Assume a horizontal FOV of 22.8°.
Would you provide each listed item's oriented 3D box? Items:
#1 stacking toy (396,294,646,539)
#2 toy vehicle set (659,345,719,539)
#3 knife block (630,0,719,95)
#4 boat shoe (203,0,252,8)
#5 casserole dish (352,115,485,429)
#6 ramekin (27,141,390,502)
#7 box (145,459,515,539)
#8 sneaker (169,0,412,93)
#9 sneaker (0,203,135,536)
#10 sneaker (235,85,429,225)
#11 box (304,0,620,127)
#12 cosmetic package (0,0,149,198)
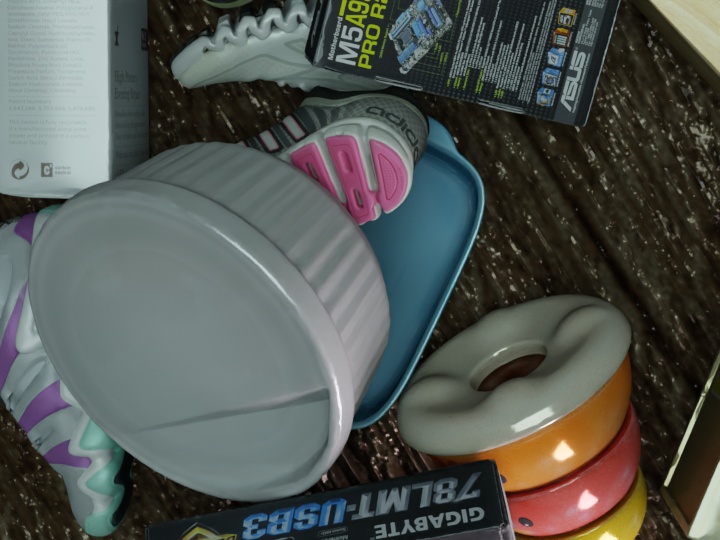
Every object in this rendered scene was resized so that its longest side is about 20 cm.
[{"bbox_3d":[0.124,0.127,1.051,0.146,0.146,0.200,-27,109,5],"label":"stacking toy"},{"bbox_3d":[0.230,0.055,1.027,0.026,0.124,0.200,22,96,0],"label":"toy vehicle set"},{"bbox_3d":[0.193,-0.157,1.039,0.175,0.064,0.200,1,96,3],"label":"knife block"},{"bbox_3d":[-0.102,-0.252,1.039,0.073,0.065,0.200,-14,93,12],"label":"boat shoe"},{"bbox_3d":[0.000,0.000,1.063,0.121,0.039,0.200,27,95,17],"label":"casserole dish"},{"bbox_3d":[-0.075,0.022,0.978,0.202,0.094,0.203,18,131,22],"label":"ramekin"},{"bbox_3d":[-0.003,0.193,1.026,0.200,0.199,0.050,-11,51,4],"label":"box"},{"bbox_3d":[-0.013,-0.129,1.050,0.200,0.075,0.081,-12,105,5],"label":"sneaker"},{"bbox_3d":[-0.214,0.066,1.077,0.140,0.078,0.200,-8,86,5],"label":"sneaker"},{"bbox_3d":[-0.038,-0.056,1.024,0.200,0.087,0.074,-17,113,39],"label":"sneaker"},{"bbox_3d":[0.070,-0.192,0.972,0.160,0.044,0.200,11,104,-11],"label":"box"},{"bbox_3d":[-0.166,-0.145,1.036,0.074,0.102,0.200,2,97,5],"label":"cosmetic package"}]
